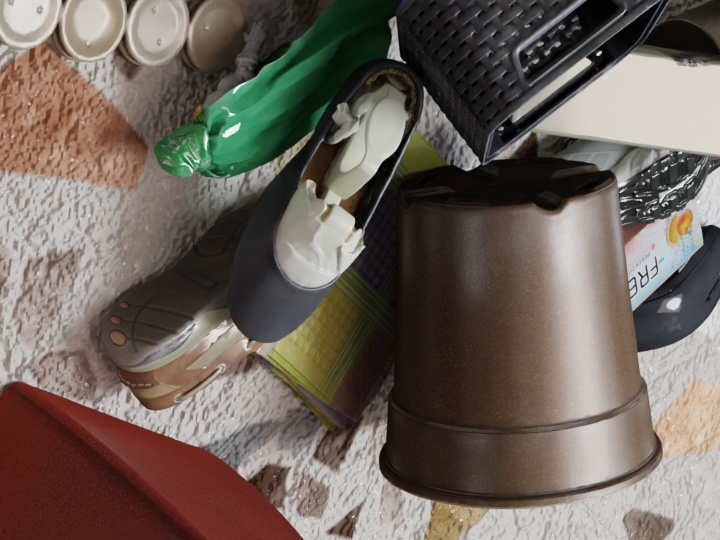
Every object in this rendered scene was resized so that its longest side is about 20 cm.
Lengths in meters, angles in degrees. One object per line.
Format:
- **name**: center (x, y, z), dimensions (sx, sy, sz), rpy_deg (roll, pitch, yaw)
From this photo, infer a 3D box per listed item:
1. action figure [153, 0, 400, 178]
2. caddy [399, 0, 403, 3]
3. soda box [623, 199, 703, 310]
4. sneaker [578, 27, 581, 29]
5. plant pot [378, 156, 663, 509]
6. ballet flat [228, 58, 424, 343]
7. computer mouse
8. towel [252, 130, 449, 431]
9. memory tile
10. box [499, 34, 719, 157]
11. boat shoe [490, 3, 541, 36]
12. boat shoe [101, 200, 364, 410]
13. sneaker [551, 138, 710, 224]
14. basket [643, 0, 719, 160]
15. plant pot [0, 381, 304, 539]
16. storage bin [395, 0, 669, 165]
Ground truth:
- **action figure**: center (-0.054, -0.113, 1.236), dimensions (0.200, 0.054, 0.119), rpy_deg (-39, 151, -37)
- **caddy**: center (0.009, -0.255, 1.173), dimensions (0.104, 0.142, 0.202), rpy_deg (0, 109, -3)
- **soda box**: center (0.179, 0.001, 1.534), dimensions (0.200, 0.068, 0.064), rpy_deg (-39, 131, -30)
- **sneaker**: center (0.188, -0.273, 1.432), dimensions (0.105, 0.075, 0.201), rpy_deg (51, 57, -33)
- **plant pot**: center (0.106, 0.034, 1.356), dimensions (0.199, 0.199, 0.200), rpy_deg (-16, 109, -42)
- **ballet flat**: center (-0.017, -0.048, 1.212), dimensions (0.073, 0.073, 0.201), rpy_deg (47, 66, -46)
- **computer mouse**: center (0.286, -0.018, 1.658), dimensions (0.199, 0.046, 0.142), rpy_deg (-31, 127, -36)
- **towel**: center (0.000, 0.000, 1.377), dimensions (0.144, 0.023, 0.201), rpy_deg (43, 72, -46)
- **memory tile**: center (-0.131, -0.195, 1.162), dimensions (0.199, 0.017, 0.155), rpy_deg (1, 104, -48)
- **box**: center (0.194, -0.127, 1.419), dimensions (0.198, 0.082, 0.069), rpy_deg (7, 102, -14)
- **boat shoe**: center (0.068, -0.247, 1.320), dimensions (0.073, 0.065, 0.201), rpy_deg (-28, 112, -22)
- **boat shoe**: center (-0.077, 0.017, 1.268), dimensions (0.199, 0.076, 0.072), rpy_deg (-33, 132, -23)
- **sneaker**: center (0.165, -0.063, 1.499), dimensions (0.199, 0.079, 0.074), rpy_deg (-19, 132, -23)
- **basket**: center (0.328, -0.163, 1.574), dimensions (0.199, 0.181, 0.137), rpy_deg (-15, 138, -31)
- **plant pot**: center (-0.132, 0.209, 1.201), dimensions (0.199, 0.175, 0.201), rpy_deg (27, 85, -49)
- **storage bin**: center (0.102, -0.149, 1.205), dimensions (0.135, 0.094, 0.200), rpy_deg (-38, 177, 0)
